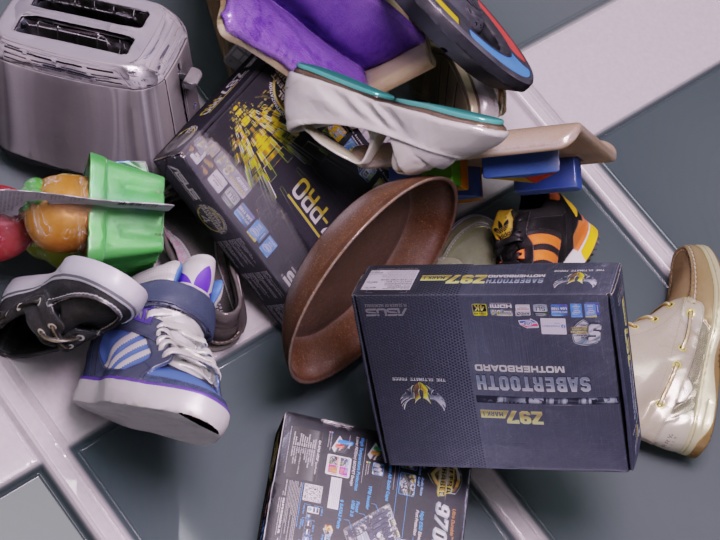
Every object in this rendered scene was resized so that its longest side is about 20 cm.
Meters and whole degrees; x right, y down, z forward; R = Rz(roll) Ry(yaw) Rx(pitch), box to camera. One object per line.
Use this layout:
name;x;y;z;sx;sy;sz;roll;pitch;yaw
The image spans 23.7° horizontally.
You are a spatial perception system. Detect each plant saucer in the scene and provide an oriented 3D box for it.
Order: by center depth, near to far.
plant saucer;0.000;0.000;1.356;0.037;0.200;0.200;38;59;21

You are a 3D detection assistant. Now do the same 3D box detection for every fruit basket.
fruit basket;-0.254;-0.045;1.342;0.200;0.185;0.094;9;76;-11

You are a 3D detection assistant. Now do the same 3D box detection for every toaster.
toaster;-0.227;-0.157;1.421;0.200;0.129;0.114;14;46;9

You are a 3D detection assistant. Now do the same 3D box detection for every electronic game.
electronic game;0.071;-0.224;1.421;0.200;0.042;0.200;42;17;-16

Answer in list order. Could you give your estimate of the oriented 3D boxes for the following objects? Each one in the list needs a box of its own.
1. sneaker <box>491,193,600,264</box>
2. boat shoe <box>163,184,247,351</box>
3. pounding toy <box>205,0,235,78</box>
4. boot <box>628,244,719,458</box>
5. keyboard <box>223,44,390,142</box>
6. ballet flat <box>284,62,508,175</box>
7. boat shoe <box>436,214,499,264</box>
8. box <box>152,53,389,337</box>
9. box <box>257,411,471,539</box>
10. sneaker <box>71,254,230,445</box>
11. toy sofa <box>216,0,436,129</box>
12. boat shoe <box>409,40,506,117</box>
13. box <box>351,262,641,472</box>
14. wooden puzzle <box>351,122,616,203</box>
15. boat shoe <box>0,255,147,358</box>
sneaker;0.136;-0.004;1.457;0.090;0.070;0.200;48;40;-13
boat shoe;-0.138;-0.031;1.436;0.067;0.057;0.200;-13;66;-21
pounding toy;-0.063;-0.257;1.524;0.142;0.184;0.200;-14;66;-8
boot;0.231;0.053;1.481;0.155;0.072;0.200;12;62;-6
keyboard;-0.025;-0.147;1.489;0.200;0.056;0.011;34;24;-26
ballet flat;0.023;-0.108;1.323;0.200;0.069;0.069;19;54;31
boat shoe;0.080;0.027;1.459;0.072;0.062;0.200;25;59;0
box;-0.059;-0.069;1.429;0.161;0.049;0.200;-50;116;-31
box;-0.002;0.221;1.339;0.159;0.046;0.200;13;59;-8
sneaker;-0.141;0.048;1.308;0.081;0.200;0.147;32;73;-28
toy sofa;-0.028;-0.205;1.388;0.200;0.083;0.098;32;42;-44
boat shoe;0.097;-0.163;1.513;0.068;0.075;0.200;2;23;-13
box;0.104;0.073;1.290;0.200;0.158;0.051;0;31;19
wooden puzzle;0.108;-0.085;1.421;0.185;0.200;0.046;-5;89;17
boat shoe;-0.226;0.035;1.308;0.069;0.200;0.057;35;66;-24
